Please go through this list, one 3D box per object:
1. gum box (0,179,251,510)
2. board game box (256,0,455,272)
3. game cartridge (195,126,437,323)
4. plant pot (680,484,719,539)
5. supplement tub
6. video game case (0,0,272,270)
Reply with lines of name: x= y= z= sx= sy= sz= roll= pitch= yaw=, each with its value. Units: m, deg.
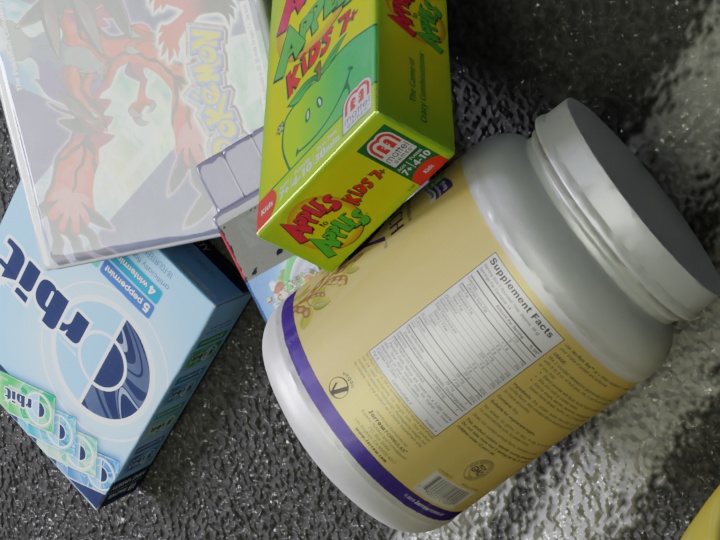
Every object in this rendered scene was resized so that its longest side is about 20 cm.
gum box: x=-0.180 y=0.032 z=1.106 sx=0.170 sy=0.045 sz=0.200 roll=44 pitch=125 yaw=16
board game box: x=-0.003 y=-0.108 z=0.852 sx=0.048 sy=0.200 sz=0.102 roll=26 pitch=131 yaw=-25
game cartridge: x=0.000 y=0.000 z=0.950 sx=0.130 sy=0.038 sz=0.200 roll=-28 pitch=87 yaw=14
plant pot: x=0.219 y=0.206 z=0.789 sx=0.201 sy=0.201 sz=0.189 roll=44 pitch=139 yaw=17
supplement tub: x=0.065 y=0.023 z=0.839 sx=0.200 sy=0.145 sz=0.146 roll=-39 pitch=80 yaw=17
video game case: x=-0.132 y=-0.113 z=1.001 sx=0.182 sy=0.023 sz=0.200 roll=-11 pitch=97 yaw=17
